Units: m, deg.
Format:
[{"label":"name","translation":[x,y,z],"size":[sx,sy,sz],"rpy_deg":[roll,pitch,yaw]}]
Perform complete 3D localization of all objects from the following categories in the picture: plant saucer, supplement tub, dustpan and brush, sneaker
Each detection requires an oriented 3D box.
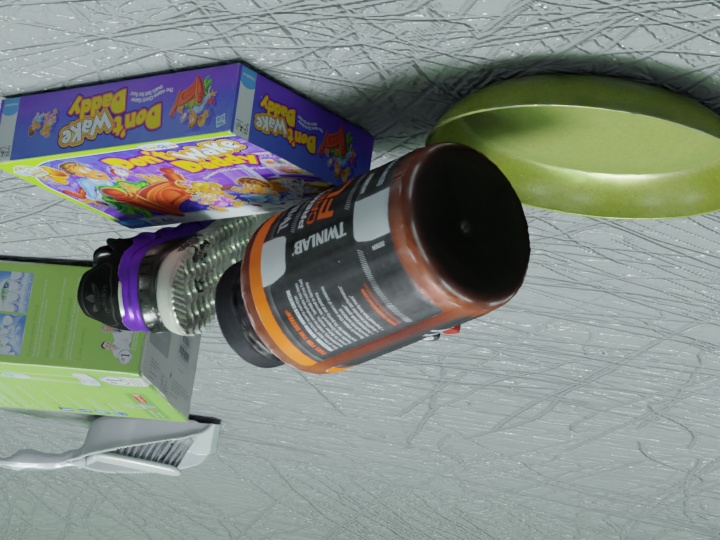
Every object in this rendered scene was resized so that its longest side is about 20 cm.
[{"label":"plant saucer","translation":[0.139,-0.076,1.726],"size":[0.199,0.031,0.200],"rpy_deg":[8,164,2]},{"label":"supplement tub","translation":[0.000,0.000,1.757],"size":[0.107,0.107,0.200],"rpy_deg":[21,149,-38]},{"label":"dustpan and brush","translation":[-0.232,0.166,2.664],"size":[0.199,0.057,0.140],"rpy_deg":[8,164,-3]},{"label":"sneaker","translation":[-0.126,-0.004,1.924],"size":[0.099,0.070,0.200],"rpy_deg":[-2,-171,20]}]

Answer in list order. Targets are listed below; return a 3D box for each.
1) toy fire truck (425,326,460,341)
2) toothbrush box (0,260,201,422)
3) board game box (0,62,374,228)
[{"label":"toy fire truck","translation":[-0.001,0.008,2.043],"size":[0.200,0.049,0.141],"rpy_deg":[-5,160,38]},{"label":"toothbrush box","translation":[-0.238,0.053,2.236],"size":[0.199,0.086,0.146],"rpy_deg":[3,163,14]},{"label":"board game box","translation":[-0.111,-0.075,1.814],"size":[0.200,0.045,0.134],"rpy_deg":[-6,159,38]}]
